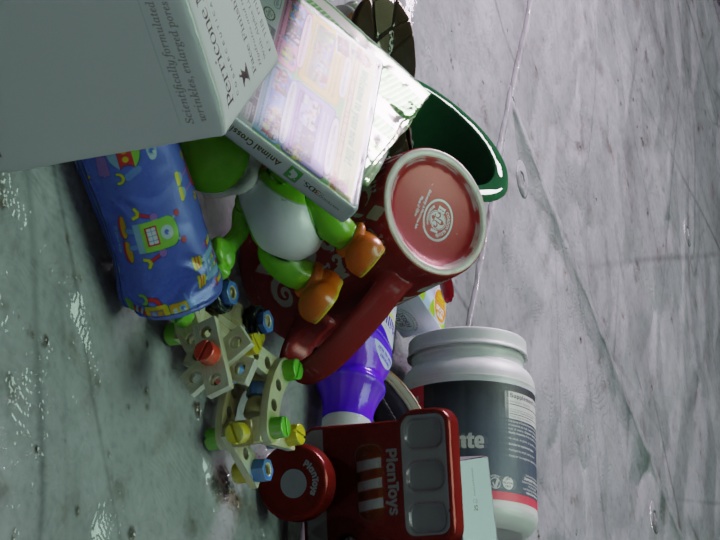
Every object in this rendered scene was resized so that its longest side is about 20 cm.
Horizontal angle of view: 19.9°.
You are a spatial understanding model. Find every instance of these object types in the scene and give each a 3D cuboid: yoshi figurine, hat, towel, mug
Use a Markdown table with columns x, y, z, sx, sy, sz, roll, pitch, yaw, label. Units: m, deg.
| x | y | z | sx | sy | sz | roll | pitch | yaw | label |
| --- | --- | --- | --- | --- | --- | --- | --- | --- | --- |
| -0.080 | -0.054 | 1.589 | 0.200 | 0.112 | 0.113 | 44 | 61 | -5 | yoshi figurine |
| 0.035 | -0.064 | 1.990 | 0.200 | 0.176 | 0.166 | 41 | 30 | 3 | hat |
| -0.025 | -0.154 | 1.682 | 0.152 | 0.023 | 0.200 | 43 | 30 | -4 | towel |
| 0.009 | -0.002 | 1.728 | 0.132 | 0.199 | 0.179 | 1 | 75 | -37 | mug |

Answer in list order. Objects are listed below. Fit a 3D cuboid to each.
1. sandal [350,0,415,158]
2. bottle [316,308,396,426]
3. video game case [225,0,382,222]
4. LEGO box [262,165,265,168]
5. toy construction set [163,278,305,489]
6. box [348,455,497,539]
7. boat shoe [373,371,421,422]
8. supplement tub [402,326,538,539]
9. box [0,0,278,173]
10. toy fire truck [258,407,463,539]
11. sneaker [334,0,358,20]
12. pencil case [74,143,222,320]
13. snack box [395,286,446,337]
| x | y | z | sx | sy | sz | roll | pitch | yaw | label |
| --- | --- | --- | --- | --- | --- | --- | --- | --- | --- |
| 0.008 | -0.145 | 1.835 | 0.081 | 0.054 | 0.202 | -16 | 107 | -47 | sandal |
| -0.004 | 0.065 | 1.917 | 0.084 | 0.065 | 0.202 | 57 | 33 | -52 | bottle |
| -0.065 | -0.152 | 1.573 | 0.182 | 0.022 | 0.201 | 36 | 35 | -20 | video game case |
| -0.115 | -0.199 | 1.699 | 0.149 | 0.076 | 0.202 | 58 | 32 | -49 | LEGO box |
| -0.105 | 0.081 | 1.632 | 0.200 | 0.091 | 0.132 | 65 | 26 | -63 | toy construction set |
| 0.055 | 0.249 | 1.854 | 0.041 | 0.199 | 0.158 | -4 | 87 | -29 | box |
| 0.045 | 0.187 | 1.961 | 0.201 | 0.064 | 0.073 | 61 | -17 | 21 | boat shoe |
| 0.108 | 0.170 | 2.073 | 0.140 | 0.139 | 0.202 | 39 | 48 | -61 | supplement tub |
| -0.184 | -0.186 | 1.348 | 0.131 | 0.198 | 0.200 | -62 | 140 | -57 | box |
| 0.011 | 0.224 | 1.763 | 0.112 | 0.166 | 0.202 | 21 | 64 | -66 | toy fire truck |
| -0.044 | -0.199 | 1.839 | 0.076 | 0.092 | 0.200 | 47 | 25 | -7 | sneaker |
| -0.166 | -0.060 | 1.522 | 0.078 | 0.086 | 0.202 | 40 | -30 | 61 | pencil case |
| 0.034 | -0.045 | 2.068 | 0.200 | 0.052 | 0.143 | 54 | 36 | -49 | snack box |
